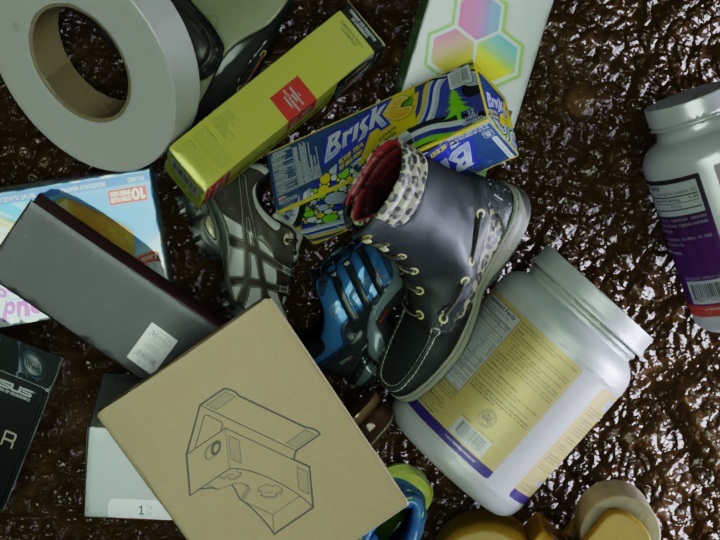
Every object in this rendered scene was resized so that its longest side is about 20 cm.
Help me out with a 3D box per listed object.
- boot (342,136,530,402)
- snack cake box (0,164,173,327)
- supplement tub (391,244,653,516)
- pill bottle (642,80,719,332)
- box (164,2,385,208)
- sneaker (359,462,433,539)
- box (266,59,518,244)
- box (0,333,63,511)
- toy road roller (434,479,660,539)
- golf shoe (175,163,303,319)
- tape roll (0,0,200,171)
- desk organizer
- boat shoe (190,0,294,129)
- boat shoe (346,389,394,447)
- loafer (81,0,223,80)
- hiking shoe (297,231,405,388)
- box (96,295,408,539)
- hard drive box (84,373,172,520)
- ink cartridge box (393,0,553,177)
[{"bbox_3d":[0.035,-0.002,1.601,0.153,0.073,0.204,24,100,-40],"label":"boot"},{"bbox_3d":[-0.265,-0.018,1.670,0.198,0.067,0.116,-10,98,-3],"label":"snack cake box"},{"bbox_3d":[0.139,0.093,1.676,0.145,0.145,0.200,41,93,-8],"label":"supplement tub"},{"bbox_3d":[0.312,-0.056,1.684,0.112,0.112,0.201,-20,99,-1],"label":"pill bottle"},{"bbox_3d":[-0.073,-0.137,1.636,0.200,0.075,0.050,-39,88,-14],"label":"box"},{"bbox_3d":[-0.012,0.254,1.708,0.076,0.105,0.200,37,94,-8],"label":"sneaker"},{"bbox_3d":[0.026,-0.097,1.632,0.199,0.070,0.065,-22,58,19],"label":"box"},{"bbox_3d":[-0.368,0.105,1.655,0.199,0.044,0.161,23,127,-7],"label":"box"},{"bbox_3d":[0.152,0.248,1.713,0.146,0.123,0.200,41,94,-1],"label":"toy road roller"},{"bbox_3d":[-0.080,0.002,1.670,0.094,0.078,0.201,-24,89,-4],"label":"golf shoe"},{"bbox_3d":[-0.220,-0.177,1.601,0.203,0.202,0.037,55,48,-9],"label":"tape roll"},{"bbox_3d":[-0.204,0.022,1.608,0.199,0.077,0.072,35,95,-9],"label":"desk organizer"},{"bbox_3d":[-0.111,-0.199,1.660,0.074,0.063,0.202,38,93,22],"label":"boat shoe"},{"bbox_3d":[-0.032,0.182,1.692,0.070,0.070,0.200,45,122,-2],"label":"boat shoe"},{"bbox_3d":[-0.201,-0.225,1.616,0.199,0.072,0.073,34,90,9],"label":"loafer"},{"bbox_3d":[0.000,0.000,1.688,0.086,0.074,0.202,15,97,-7],"label":"hiking shoe"},{"bbox_3d":[-0.083,0.146,1.528,0.163,0.021,0.201,-34,100,0],"label":"box"},{"bbox_3d":[-0.147,0.146,1.635,0.154,0.200,0.077,3,98,-4],"label":"hard drive box"},{"bbox_3d":[0.092,-0.182,1.676,0.103,0.059,0.201,17,97,-7],"label":"ink cartridge box"}]
